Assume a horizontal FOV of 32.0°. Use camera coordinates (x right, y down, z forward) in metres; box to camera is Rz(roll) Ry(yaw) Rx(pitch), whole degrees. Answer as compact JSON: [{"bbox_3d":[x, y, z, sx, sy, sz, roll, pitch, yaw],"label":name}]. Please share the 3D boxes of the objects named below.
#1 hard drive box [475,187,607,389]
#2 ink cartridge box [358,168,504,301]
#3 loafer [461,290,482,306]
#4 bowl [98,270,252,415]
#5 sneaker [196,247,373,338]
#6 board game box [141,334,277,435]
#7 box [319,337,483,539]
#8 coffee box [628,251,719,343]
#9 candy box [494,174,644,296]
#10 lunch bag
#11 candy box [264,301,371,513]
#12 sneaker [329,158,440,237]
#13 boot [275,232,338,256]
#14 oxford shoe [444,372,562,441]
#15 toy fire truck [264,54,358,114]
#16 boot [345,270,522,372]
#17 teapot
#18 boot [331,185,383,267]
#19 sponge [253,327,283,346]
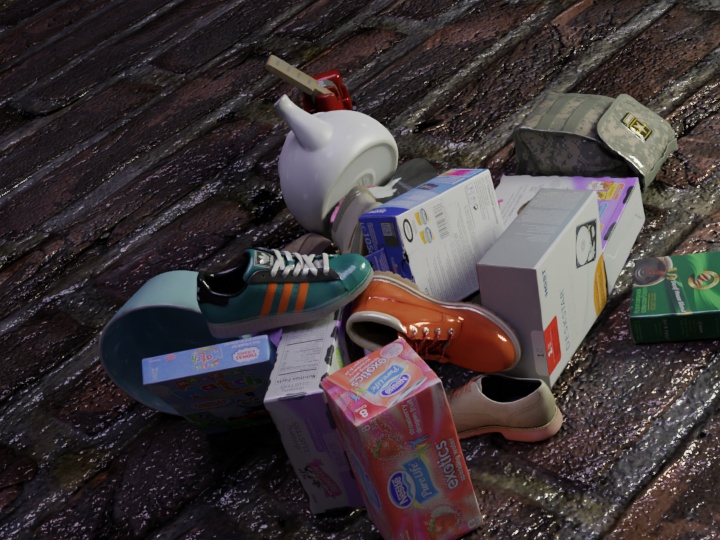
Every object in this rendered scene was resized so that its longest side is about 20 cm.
[{"bbox_3d":[0.216,0.017,1.468,0.076,0.158,0.200,5,32,30],"label":"hard drive box"},{"bbox_3d":[0.084,-0.028,1.524,0.199,0.138,0.076,-28,19,-36],"label":"ink cartridge box"},{"bbox_3d":[0.136,0.061,1.554,0.075,0.069,0.200,-16,16,0],"label":"loafer"},{"bbox_3d":[-0.216,0.078,1.563,0.198,0.202,0.106,-7,41,16],"label":"bowl"},{"bbox_3d":[-0.087,0.011,1.377,0.197,0.081,0.072,-17,32,6],"label":"sneaker"},{"bbox_3d":[-0.148,0.137,1.466,0.149,0.200,0.037,-12,63,11],"label":"board game box"},{"bbox_3d":[0.043,0.187,1.283,0.102,0.202,0.095,-25,33,-13],"label":"box"},{"bbox_3d":[0.421,0.026,1.479,0.197,0.044,0.124,-5,35,21],"label":"coffee box"},{"bbox_3d":[0.254,-0.051,1.652,0.198,0.072,0.168,4,39,30],"label":"candy box"},{"bbox_3d":[0.330,-0.172,1.748,0.197,0.119,0.164,9,31,25],"label":"lunch bag"},{"bbox_3d":[-0.034,0.139,1.409,0.070,0.169,0.201,-10,34,15],"label":"candy box"},{"bbox_3d":[0.038,-0.076,1.787,0.199,0.087,0.080,-29,58,-33],"label":"sneaker"},{"bbox_3d":[-0.115,0.016,1.725,0.199,0.071,0.146,-34,14,-28],"label":"boot"},{"bbox_3d":[0.128,0.145,1.421,0.197,0.074,0.071,-4,37,23],"label":"oxford shoe"},{"bbox_3d":[-0.071,-0.278,2.030,0.127,0.202,0.177,-17,32,0],"label":"toy fire truck"},{"bbox_3d":[0.078,0.076,1.383,0.197,0.076,0.107,20,27,8],"label":"boot"},{"bbox_3d":[-0.049,-0.153,1.806,0.145,0.202,0.196,36,34,25],"label":"teapot"},{"bbox_3d":[0.000,0.000,1.629,0.071,0.203,0.155,6,14,-17],"label":"boot"},{"bbox_3d":[-0.138,0.100,1.663,0.197,0.030,0.112,-10,33,16],"label":"sponge"}]
